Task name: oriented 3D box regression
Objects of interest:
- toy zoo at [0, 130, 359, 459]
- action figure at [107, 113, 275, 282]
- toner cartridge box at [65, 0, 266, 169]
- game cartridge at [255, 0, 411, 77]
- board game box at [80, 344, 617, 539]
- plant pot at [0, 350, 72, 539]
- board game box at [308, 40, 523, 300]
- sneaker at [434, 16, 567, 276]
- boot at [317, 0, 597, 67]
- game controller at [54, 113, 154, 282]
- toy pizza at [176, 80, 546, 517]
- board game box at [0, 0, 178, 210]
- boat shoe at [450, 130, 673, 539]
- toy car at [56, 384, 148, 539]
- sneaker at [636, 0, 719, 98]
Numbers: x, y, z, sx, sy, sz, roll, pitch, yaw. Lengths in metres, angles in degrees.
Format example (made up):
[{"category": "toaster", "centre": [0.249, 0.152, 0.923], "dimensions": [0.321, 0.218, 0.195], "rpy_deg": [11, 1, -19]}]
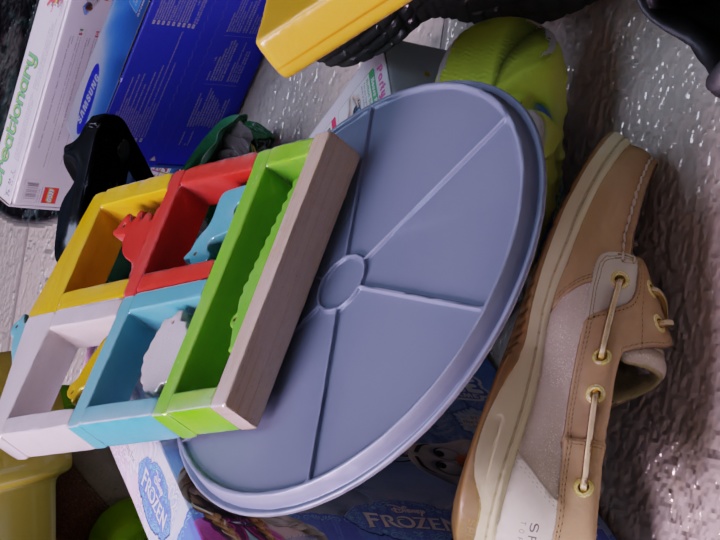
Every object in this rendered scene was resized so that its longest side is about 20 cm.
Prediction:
[{"category": "toy zoo", "centre": [-0.092, 0.015, 1.004], "dimensions": [0.199, 0.020, 0.132], "rpy_deg": [-10, 51, 48]}, {"category": "action figure", "centre": [-0.095, -0.030, 1.345], "dimensions": [0.118, 0.054, 0.200], "rpy_deg": [-64, -1, 42]}, {"category": "toner cartridge box", "centre": [-0.103, -0.155, 1.435], "dimensions": [0.043, 0.094, 0.201], "rpy_deg": [56, 131, 41]}, {"category": "game cartridge", "centre": [0.037, -0.186, 1.081], "dimensions": [0.176, 0.032, 0.201], "rpy_deg": [-30, 28, 24]}, {"category": "board game box", "centre": [-0.004, 0.090, 1.024], "dimensions": [0.199, 0.199, 0.044], "rpy_deg": [-125, 47, -56]}, {"category": "plant pot", "centre": [-0.235, 0.152, 1.187], "dimensions": [0.200, 0.200, 0.190], "rpy_deg": [-20, 83, 61]}, {"category": "board game box", "centre": [0.000, 0.000, 1.208], "dimensions": [0.200, 0.064, 0.148], "rpy_deg": [-50, 39, 48]}, {"category": "sneaker", "centre": [0.059, -0.016, 1.043], "dimensions": [0.105, 0.075, 0.201], "rpy_deg": [73, -150, -45]}, {"category": "boot", "centre": [0.056, -0.177, 1.140], "dimensions": [0.199, 0.068, 0.131], "rpy_deg": [-10, 39, 37]}, {"category": "game controller", "centre": [-0.137, -0.008, 1.380], "dimensions": [0.200, 0.042, 0.105], "rpy_deg": [68, -159, -64]}, {"category": "toy pizza", "centre": [0.002, 0.013, 0.935], "dimensions": [0.200, 0.032, 0.201], "rpy_deg": [-33, 37, 29]}, {"category": "board game box", "centre": [-0.154, -0.134, 1.499], "dimensions": [0.035, 0.126, 0.201], "rpy_deg": [35, 113, 44]}, {"category": "boat shoe", "centre": [0.097, 0.034, 0.984], "dimensions": [0.074, 0.066, 0.201], "rpy_deg": [95, -165, -64]}, {"category": "toy car", "centre": [-0.172, 0.197, 1.307], "dimensions": [0.200, 0.158, 0.164], "rpy_deg": [-44, 35, -1]}, {"category": "sneaker", "centre": [0.146, -0.139, 0.933], "dimensions": [0.071, 0.082, 0.201], "rpy_deg": [-55, 35, 41]}]
